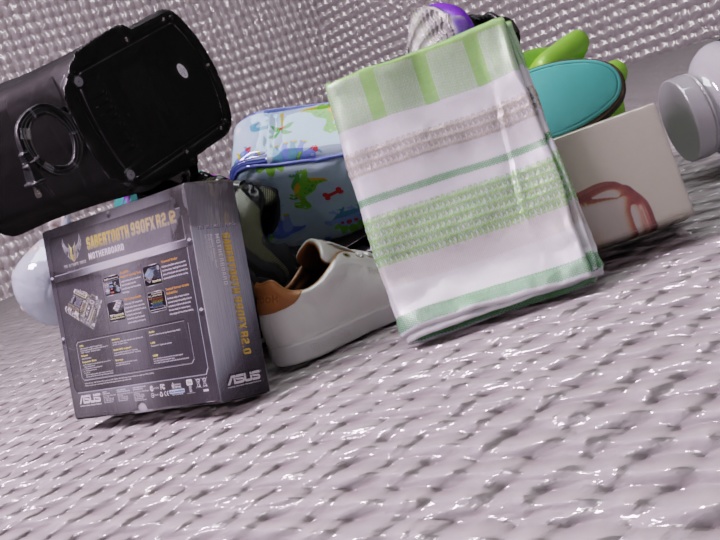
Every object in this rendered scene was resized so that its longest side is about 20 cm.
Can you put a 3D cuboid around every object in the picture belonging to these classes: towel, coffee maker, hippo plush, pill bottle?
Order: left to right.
[{"bbox_3d":[-0.233,-0.107,0.891,0.200,0.135,0.192,-13,-2,42],"label":"coffee maker"},{"bbox_3d":[-0.233,-0.004,1.102,0.160,0.160,0.200,24,20,6],"label":"hippo plush"},{"bbox_3d":[0.068,-0.064,0.814,0.149,0.200,0.031,-19,-10,6],"label":"towel"},{"bbox_3d":[0.376,-0.168,1.045,0.200,0.113,0.112,-20,8,-4],"label":"pill bottle"}]

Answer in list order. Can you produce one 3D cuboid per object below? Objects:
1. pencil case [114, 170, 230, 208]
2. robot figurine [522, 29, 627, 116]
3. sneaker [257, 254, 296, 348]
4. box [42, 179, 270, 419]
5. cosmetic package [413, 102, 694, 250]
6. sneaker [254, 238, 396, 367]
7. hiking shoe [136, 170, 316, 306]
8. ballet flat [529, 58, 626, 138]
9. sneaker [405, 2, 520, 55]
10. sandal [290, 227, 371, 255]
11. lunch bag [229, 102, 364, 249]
[{"bbox_3d":[-0.147,-0.066,1.185,0.199,0.093,0.085,9,5,-14],"label":"pencil case"},{"bbox_3d":[0.159,-0.116,1.037,0.116,0.175,0.200,-42,-12,-37],"label":"robot figurine"},{"bbox_3d":[-0.113,0.056,1.013,0.200,0.072,0.083,-22,-20,-8],"label":"sneaker"},{"bbox_3d":[-0.162,0.028,0.893,0.200,0.159,0.048,-13,-4,44],"label":"box"},{"bbox_3d":[0.134,-0.045,0.869,0.200,0.087,0.103,-20,-5,8],"label":"cosmetic package"},{"bbox_3d":[0.004,0.003,0.936,0.200,0.085,0.073,-24,7,-35],"label":"sneaker"},{"bbox_3d":[-0.122,-0.047,0.994,0.101,0.200,0.076,-27,-27,-22],"label":"hiking shoe"},{"bbox_3d":[0.113,-0.112,0.926,0.200,0.068,0.068,-20,-14,10],"label":"ballet flat"},{"bbox_3d":[0.099,-0.209,1.058,0.099,0.070,0.200,-21,-1,-3],"label":"sneaker"},{"bbox_3d":[0.000,0.001,1.055,0.200,0.075,0.048,-15,49,16],"label":"sandal"},{"bbox_3d":[-0.010,-0.076,1.065,0.199,0.161,0.083,-6,51,7],"label":"lunch bag"}]
